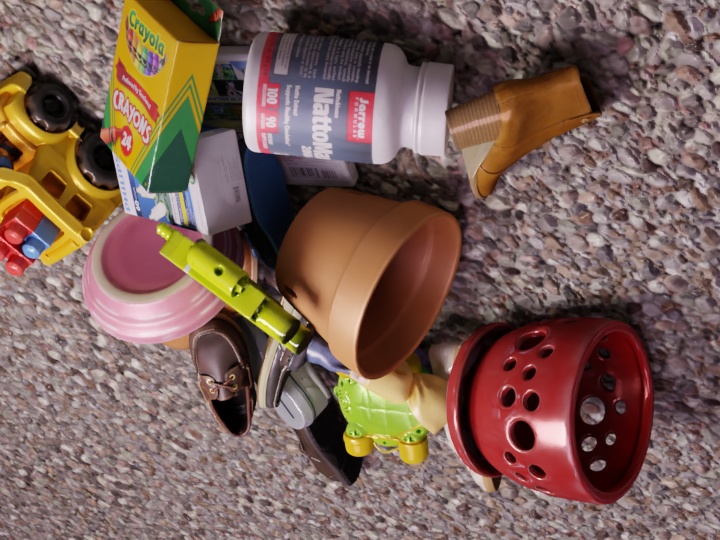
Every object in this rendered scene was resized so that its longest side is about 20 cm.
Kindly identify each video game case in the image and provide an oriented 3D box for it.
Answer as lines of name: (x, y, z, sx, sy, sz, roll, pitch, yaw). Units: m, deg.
video game case: (-0.116, -0.168, 1.565, 0.198, 0.022, 0.183, 5, 137, 28)

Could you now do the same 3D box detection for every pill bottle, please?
pill bottle: (-0.010, -0.168, 1.411, 0.198, 0.120, 0.120, 6, 140, 6)

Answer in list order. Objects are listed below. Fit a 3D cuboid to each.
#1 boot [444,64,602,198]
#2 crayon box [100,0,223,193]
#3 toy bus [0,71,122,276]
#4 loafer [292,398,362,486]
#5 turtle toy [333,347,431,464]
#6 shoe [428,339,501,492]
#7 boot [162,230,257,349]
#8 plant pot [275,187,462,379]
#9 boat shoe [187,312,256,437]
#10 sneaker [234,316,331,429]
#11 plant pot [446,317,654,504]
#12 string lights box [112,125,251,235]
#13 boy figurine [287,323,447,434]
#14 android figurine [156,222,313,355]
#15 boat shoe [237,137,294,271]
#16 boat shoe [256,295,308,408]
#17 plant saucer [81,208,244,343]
boot: (0.167, -0.133, 1.396, 0.143, 0.072, 0.201, -16, 163, 8)
crayon box: (-0.204, -0.196, 1.451, 0.127, 0.050, 0.202, 44, 128, 44)
toy bus: (-0.389, -0.099, 1.670, 0.200, 0.193, 0.135, 45, 141, -20)
loafer: (-0.065, 0.225, 1.947, 0.070, 0.073, 0.201, 1, 135, 30)
turtle toy: (0.059, 0.155, 1.767, 0.198, 0.101, 0.147, 5, 114, 23)
shoe: (0.128, 0.173, 1.698, 0.053, 0.070, 0.202, -5, 112, 27)
boot: (-0.213, 0.023, 1.734, 0.153, 0.074, 0.201, 7, 129, -21)
plant pot: (0.000, 0.000, 1.568, 0.139, 0.200, 0.201, 28, 146, 25)
boat shoe: (-0.166, 0.132, 1.773, 0.070, 0.071, 0.201, -11, 141, 5)
sneaker: (-0.113, 0.109, 1.849, 0.073, 0.071, 0.201, -29, 95, 50)
plant pot: (0.210, 0.153, 1.604, 0.181, 0.201, 0.201, 0, 136, 40)
string lights box: (-0.201, -0.107, 1.569, 0.199, 0.059, 0.104, 14, 118, 54)
boy figurine: (0.017, 0.124, 1.651, 0.198, 0.065, 0.124, 25, -179, -1)
android figurine: (-0.140, 0.015, 1.539, 0.199, 0.041, 0.182, 37, 176, 19)
boat shoe: (-0.122, -0.066, 1.604, 0.068, 0.084, 0.201, 12, 138, 24)
boat shoe: (-0.080, 0.086, 1.749, 0.064, 0.073, 0.202, 16, 114, 1)
plant saucer: (-0.236, -0.012, 1.665, 0.199, 0.202, 0.051, 9, 150, 22)
